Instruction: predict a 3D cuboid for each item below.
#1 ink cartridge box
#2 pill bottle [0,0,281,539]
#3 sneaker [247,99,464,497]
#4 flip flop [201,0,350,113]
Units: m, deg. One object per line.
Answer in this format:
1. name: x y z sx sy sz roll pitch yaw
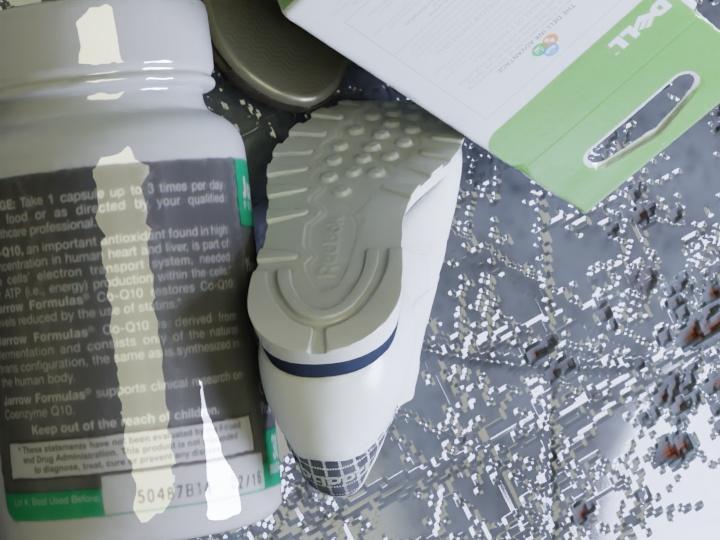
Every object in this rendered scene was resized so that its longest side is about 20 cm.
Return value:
1. ink cartridge box: 0.061 -0.109 0.776 0.104 0.059 0.200 -41 136 20
2. pill bottle: -0.095 0.001 0.752 0.113 0.113 0.201 -6 90 -19
3. sneaker: 0.000 0.000 0.779 0.076 0.200 0.081 1 125 17
4. flip flop: -0.013 -0.165 0.818 0.081 0.058 0.201 23 78 -18
